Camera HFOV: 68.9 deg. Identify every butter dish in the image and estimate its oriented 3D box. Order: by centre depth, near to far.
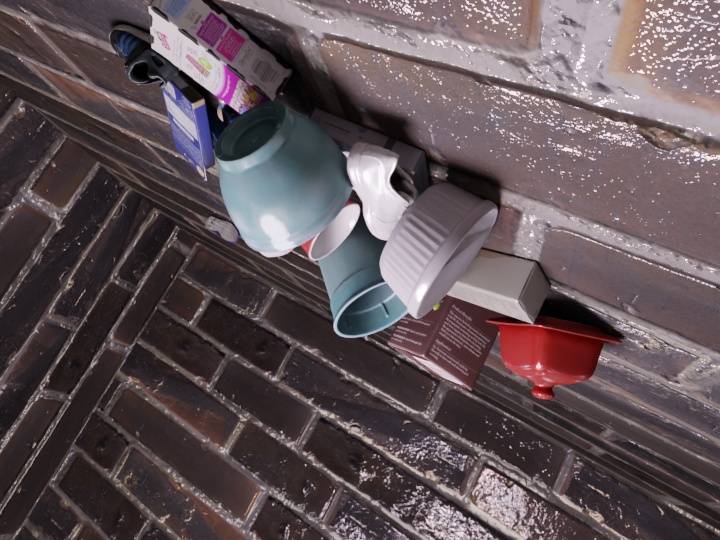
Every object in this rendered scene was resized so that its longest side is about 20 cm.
[{"bbox_3d":[0.359,0.171,1.012,0.194,0.153,0.199,11,175,-18],"label":"butter dish"}]

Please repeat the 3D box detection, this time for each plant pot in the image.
[{"bbox_3d":[-0.122,-0.148,0.744,0.197,0.202,0.135,20,155,40],"label":"plant pot"},{"bbox_3d":[0.000,0.000,1.094,0.199,0.197,0.201,63,-175,29],"label":"plant pot"}]

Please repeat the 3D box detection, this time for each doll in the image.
[{"bbox_3d":[-0.214,-0.245,0.930,0.201,0.048,0.138,52,163,40],"label":"doll"}]

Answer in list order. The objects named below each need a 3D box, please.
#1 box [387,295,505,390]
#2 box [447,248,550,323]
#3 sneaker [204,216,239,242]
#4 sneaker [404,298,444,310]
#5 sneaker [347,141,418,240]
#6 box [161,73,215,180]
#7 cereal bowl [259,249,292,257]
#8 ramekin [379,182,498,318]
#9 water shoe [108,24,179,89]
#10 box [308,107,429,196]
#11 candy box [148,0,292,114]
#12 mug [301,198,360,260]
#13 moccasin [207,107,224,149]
[{"bbox_3d":[0.199,0.133,1.209,0.164,0.203,0.163,35,167,-23],"label":"box"},{"bbox_3d":[0.233,0.018,0.962,0.197,0.079,0.095,19,164,43],"label":"box"},{"bbox_3d":[-0.566,-0.167,2.232,0.197,0.071,0.099,29,176,32],"label":"sneaker"},{"bbox_3d":[0.122,-0.009,0.965,0.081,0.205,0.072,-21,140,26],"label":"sneaker"},{"bbox_3d":[0.050,-0.104,0.777,0.086,0.077,0.201,10,156,26],"label":"sneaker"},{"bbox_3d":[-0.341,-0.288,1.040,0.121,0.032,0.202,45,151,20],"label":"box"},{"bbox_3d":[-0.174,-0.134,1.147,0.081,0.206,0.201,-6,156,15],"label":"cereal bowl"},{"bbox_3d":[0.112,-0.038,0.789,0.094,0.203,0.203,39,171,17],"label":"ramekin"},{"bbox_3d":[-0.399,-0.379,0.932,0.197,0.080,0.072,23,166,33],"label":"water shoe"},{"bbox_3d":[0.017,-0.168,0.847,0.196,0.042,0.156,26,166,20],"label":"box"},{"bbox_3d":[-0.207,-0.312,0.770,0.197,0.062,0.136,34,168,-18],"label":"candy box"},{"bbox_3d":[-0.105,-0.153,0.985,0.200,0.132,0.179,44,134,16],"label":"mug"},{"bbox_3d":[-0.270,-0.272,1.071,0.199,0.080,0.069,39,160,29],"label":"moccasin"}]
